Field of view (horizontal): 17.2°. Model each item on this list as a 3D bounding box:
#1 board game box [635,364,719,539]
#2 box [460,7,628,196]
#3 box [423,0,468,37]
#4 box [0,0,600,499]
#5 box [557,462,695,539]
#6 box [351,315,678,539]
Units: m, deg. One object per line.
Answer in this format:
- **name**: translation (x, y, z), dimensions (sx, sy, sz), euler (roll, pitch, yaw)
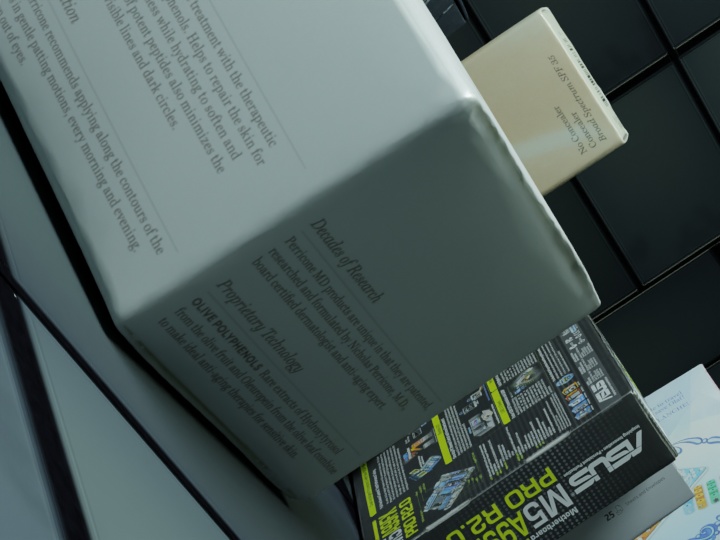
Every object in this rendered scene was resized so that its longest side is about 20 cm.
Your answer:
- **board game box**: translation (0.161, 0.170, 1.414), dimensions (0.043, 0.199, 0.199), euler (56, 5, -33)
- **box**: translation (0.048, -0.060, 1.380), dimensions (0.095, 0.199, 0.078), euler (55, 11, -1)
- **box**: translation (-0.022, -0.150, 1.681), dimensions (0.051, 0.200, 0.158), euler (52, 3, 11)
- **box**: translation (-0.032, -0.051, 1.038), dimensions (0.200, 0.171, 0.200), euler (60, 6, 34)
- **box**: translation (0.095, 0.126, 1.303), dimensions (0.041, 0.155, 0.200), euler (53, 6, -11)
- **box**: translation (0.074, 0.097, 1.248), dimensions (0.044, 0.160, 0.200), euler (54, 4, -12)
